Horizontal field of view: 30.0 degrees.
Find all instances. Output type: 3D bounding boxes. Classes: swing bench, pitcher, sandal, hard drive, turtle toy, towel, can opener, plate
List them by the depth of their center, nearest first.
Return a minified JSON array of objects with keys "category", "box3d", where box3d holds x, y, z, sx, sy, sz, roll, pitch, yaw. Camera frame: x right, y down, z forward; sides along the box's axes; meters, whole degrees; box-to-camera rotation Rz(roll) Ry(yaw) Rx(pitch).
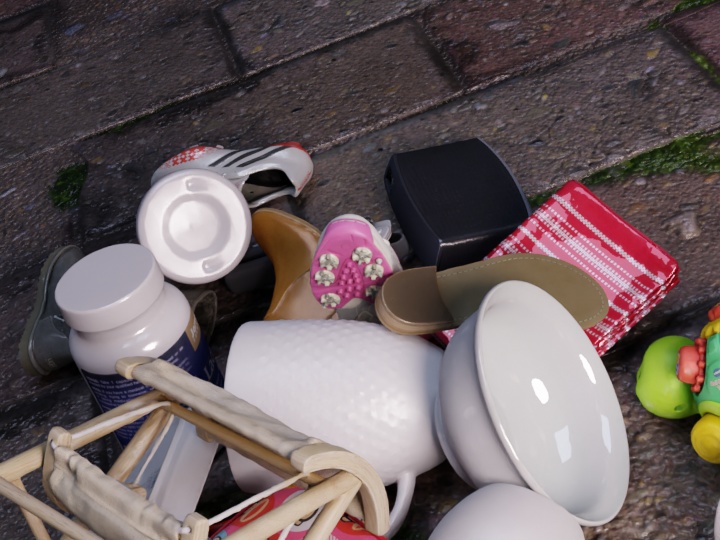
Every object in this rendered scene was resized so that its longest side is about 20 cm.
[{"category":"pitcher","box3d":[0.106,0.264,0.939,0.171,0.121,0.201,20,60,16]},{"category":"swing bench","box3d":[-0.120,0.160,0.944,0.198,0.130,0.200,20,48,37]},{"category":"turtle toy","box3d":[0.299,0.074,1.057,0.145,0.101,0.200,-29,-8,-41]},{"category":"plate","box3d":[-0.191,0.204,1.117,0.200,0.032,0.200,-40,21,35]},{"category":"sandal","box3d":[0.105,0.035,1.162,0.210,0.070,0.078,-1,60,-21]},{"category":"towel","box3d":[0.169,0.023,1.201,0.200,0.023,0.145,-42,63,-7]},{"category":"can opener","box3d":[-0.049,-0.009,1.396,0.199,0.067,0.053,-12,32,25]},{"category":"hard drive","box3d":[0.105,-0.073,1.399,0.134,0.043,0.200,-11,35,-8]}]

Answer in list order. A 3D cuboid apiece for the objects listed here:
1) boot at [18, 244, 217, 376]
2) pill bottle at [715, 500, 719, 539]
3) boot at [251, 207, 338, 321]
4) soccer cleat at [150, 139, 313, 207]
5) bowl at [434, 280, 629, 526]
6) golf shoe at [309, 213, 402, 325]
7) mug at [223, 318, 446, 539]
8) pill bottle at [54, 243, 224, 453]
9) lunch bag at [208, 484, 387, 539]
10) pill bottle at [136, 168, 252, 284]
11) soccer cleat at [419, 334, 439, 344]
[{"category":"boot","box3d":[-0.247,0.036,1.416,0.199,0.073,0.183,-12,50,21]},{"category":"pill bottle","box3d":[0.346,0.191,0.894,0.113,0.114,0.200,-40,40,-25]},{"category":"boot","box3d":[-0.071,0.035,1.294,0.201,0.071,0.144,36,61,21]},{"category":"soccer cleat","box3d":[-0.153,-0.104,1.554,0.199,0.069,0.085,-6,34,11]},{"category":"bowl","box3d":[0.122,0.117,1.067,0.090,0.201,0.202,-28,29,32]},{"category":"golf shoe","box3d":[0.000,0.000,1.185,0.075,0.200,0.092,-2,57,8]},{"category":"mug","box3d":[-0.013,0.139,1.134,0.174,0.148,0.201,-2,70,12]},{"category":"pill bottle","box3d":[-0.196,0.081,1.224,0.115,0.201,0.116,-12,37,10]},{"category":"lunch bag","box3d":[-0.080,0.251,1.002,0.200,0.082,0.176,-38,39,-22]},{"category":"pill bottle","box3d":[-0.176,-0.047,1.394,0.113,0.114,0.200,-26,7,-8]},{"category":"soccer cleat","box3d":[0.136,0.041,1.251,0.199,0.067,0.077,-5,74,7]}]
